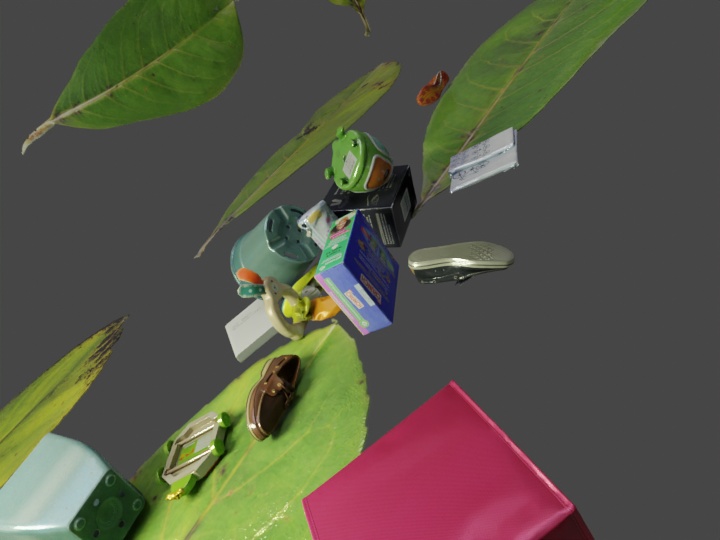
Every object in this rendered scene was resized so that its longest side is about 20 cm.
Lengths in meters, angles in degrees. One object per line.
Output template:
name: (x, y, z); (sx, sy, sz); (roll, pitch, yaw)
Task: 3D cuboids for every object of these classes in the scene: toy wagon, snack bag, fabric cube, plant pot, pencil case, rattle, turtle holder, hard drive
toy wagon: (-0.329, 0.366, 1.052); (0.154, 0.040, 0.201); (-30, 27, 14)
snack bag: (0.304, -0.276, 1.354); (0.187, 0.021, 0.201); (-21, 30, 28)
fabric cube: (0.094, 0.271, 0.503); (0.199, 0.201, 0.196); (-37, 25, -6)
plant pot: (-0.198, -0.051, 1.328); (0.201, 0.200, 0.196); (-55, 10, -35)
pencil case: (-0.056, -0.066, 1.246); (0.083, 0.200, 0.091); (-35, 19, 23)
plant pot: (-0.528, 0.444, 1.010); (0.198, 0.198, 0.197); (-8, 36, 29)
rattle: (-0.154, 0.051, 1.170); (0.142, 0.201, 0.131); (-14, 33, 38)
turtle holder: (-0.005, -0.254, 1.279); (0.185, 0.130, 0.143); (10, 94, 61)
hard drive: (-0.273, 0.143, 1.367); (0.132, 0.027, 0.200); (-40, 25, -7)

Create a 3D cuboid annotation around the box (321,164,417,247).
box: (0.020, -0.157, 1.341); (0.198, 0.118, 0.198); (-1, 39, 22)

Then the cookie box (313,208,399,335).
cookie box: (0.000, 0.000, 1.101); (0.075, 0.172, 0.201); (-26, 27, 24)

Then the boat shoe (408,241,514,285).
boat shoe: (0.188, -0.009, 1.012); (0.198, 0.063, 0.075); (-5, 32, 23)

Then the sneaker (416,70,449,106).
sneaker: (0.266, -0.665, 2.016); (0.200, 0.073, 0.077); (-49, 6, -33)

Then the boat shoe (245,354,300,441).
boat shoe: (-0.162, 0.232, 1.030); (0.067, 0.072, 0.201); (-27, 25, 23)

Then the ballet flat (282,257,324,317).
ballet flat: (-0.111, 0.036, 1.307); (0.067, 0.067, 0.200); (10, 50, 39)
